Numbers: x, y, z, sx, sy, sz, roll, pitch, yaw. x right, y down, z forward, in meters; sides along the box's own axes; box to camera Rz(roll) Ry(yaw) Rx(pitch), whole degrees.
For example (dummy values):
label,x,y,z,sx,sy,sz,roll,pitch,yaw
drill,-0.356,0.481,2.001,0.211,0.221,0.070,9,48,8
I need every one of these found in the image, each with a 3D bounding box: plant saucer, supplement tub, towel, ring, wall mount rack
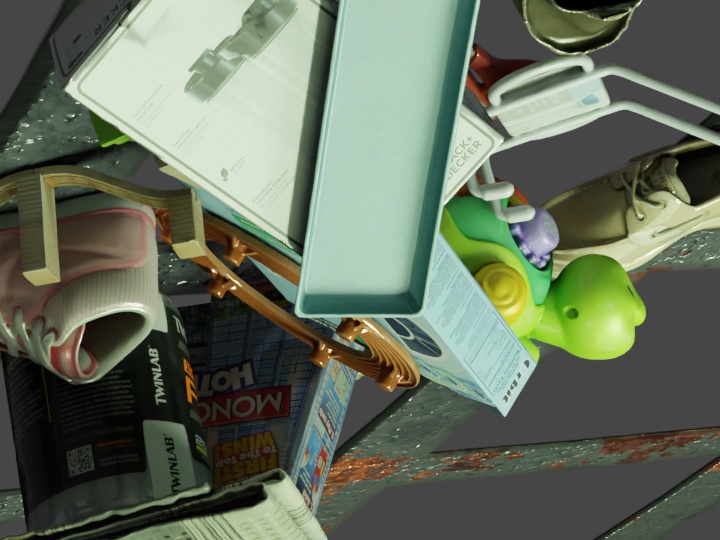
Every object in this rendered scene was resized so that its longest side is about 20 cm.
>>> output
label,x,y,z,sx,sy,sz,roll,pitch,yaw
plant saucer,0.012,-0.067,1.141,0.070,0.019,0.201,1,118,-15
supplement tub,-0.165,0.091,1.511,0.122,0.201,0.123,-10,154,-5
towel,-0.120,0.177,1.451,0.192,0.035,0.200,-14,156,8
ring,-0.050,0.021,1.478,0.019,0.200,0.200,-57,172,-12
wall mount rack,0.150,-0.083,1.405,0.173,0.075,0.200,-18,172,8

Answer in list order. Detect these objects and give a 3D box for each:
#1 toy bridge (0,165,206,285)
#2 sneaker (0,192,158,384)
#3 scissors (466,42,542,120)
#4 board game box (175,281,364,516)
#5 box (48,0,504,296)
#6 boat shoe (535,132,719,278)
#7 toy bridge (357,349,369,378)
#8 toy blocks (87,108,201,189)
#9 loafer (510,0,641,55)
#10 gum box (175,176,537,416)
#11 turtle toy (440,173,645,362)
label,x,y,z,sx,sy,sz,roll,pitch,yaw
toy bridge,-0.192,-0.026,1.390,0.199,0.068,0.027,-10,160,10
sneaker,-0.217,0.025,1.442,0.199,0.105,0.075,-15,147,2
scissors,0.052,-0.124,1.366,0.073,0.014,0.200,-20,160,21
board game box,-0.095,0.110,1.591,0.199,0.200,0.062,-9,142,13
box,-0.041,-0.090,1.160,0.200,0.060,0.117,34,106,-29
boat shoe,0.201,-0.052,1.577,0.199,0.072,0.065,-16,151,-1
toy bridge,0.022,0.034,1.716,0.067,0.027,0.200,-6,158,-18
toy blocks,-0.033,-0.098,1.291,0.199,0.100,0.137,-22,170,10
loafer,0.113,-0.157,1.239,0.075,0.070,0.200,-15,159,4
gum box,0.000,0.000,1.416,0.170,0.045,0.200,24,165,33
turtle toy,0.088,0.000,1.523,0.101,0.200,0.146,-53,173,-17
